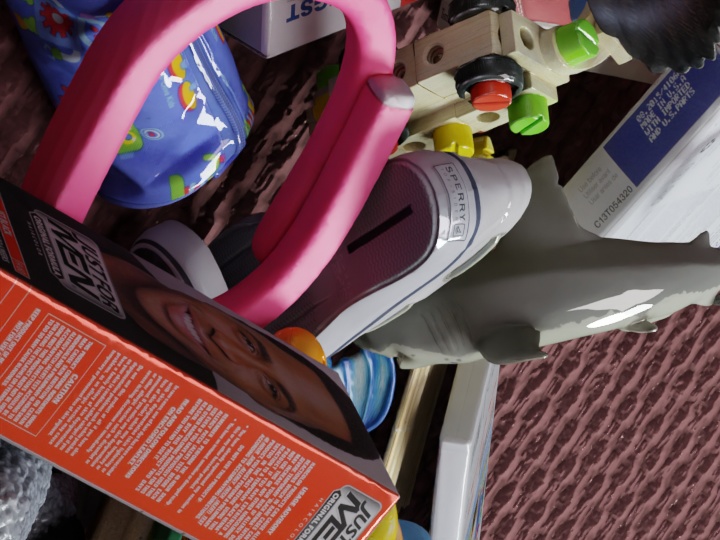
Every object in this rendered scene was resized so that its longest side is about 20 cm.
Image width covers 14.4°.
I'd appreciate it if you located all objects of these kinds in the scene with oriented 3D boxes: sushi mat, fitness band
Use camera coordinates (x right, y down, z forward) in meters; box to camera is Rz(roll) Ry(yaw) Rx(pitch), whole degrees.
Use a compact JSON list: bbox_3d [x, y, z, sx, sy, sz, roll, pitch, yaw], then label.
[{"bbox_3d":[0.039,0.035,1.426,0.096,0.012,0.201,-38,145,-76],"label":"sushi mat"},{"bbox_3d":[-0.060,-0.044,1.151,0.143,0.037,0.200,6,124,-39],"label":"fitness band"}]

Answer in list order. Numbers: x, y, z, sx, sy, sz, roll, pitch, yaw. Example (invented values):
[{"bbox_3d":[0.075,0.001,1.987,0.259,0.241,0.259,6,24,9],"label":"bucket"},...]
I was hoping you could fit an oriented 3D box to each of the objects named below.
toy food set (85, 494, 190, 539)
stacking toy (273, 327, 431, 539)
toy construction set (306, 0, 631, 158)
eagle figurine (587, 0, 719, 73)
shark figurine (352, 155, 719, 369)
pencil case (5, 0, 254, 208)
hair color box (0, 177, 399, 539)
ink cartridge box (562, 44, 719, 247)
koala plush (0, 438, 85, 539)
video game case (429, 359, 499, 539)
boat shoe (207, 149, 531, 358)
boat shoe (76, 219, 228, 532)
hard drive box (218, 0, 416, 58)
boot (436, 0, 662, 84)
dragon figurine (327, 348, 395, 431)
[{"bbox_3d":[-0.111,0.162,1.200,0.200,0.048,0.199,124,-10,-67],"label":"toy food set"},{"bbox_3d":[-0.028,0.100,1.257,0.201,0.109,0.116,86,9,-46],"label":"stacking toy"},{"bbox_3d":[0.056,-0.078,1.282,0.200,0.092,0.131,-35,145,25],"label":"toy construction set"},{"bbox_3d":[0.080,-0.186,1.143,0.200,0.151,0.152,25,86,-42],"label":"eagle figurine"},{"bbox_3d":[0.106,-0.011,1.287,0.213,0.128,0.090,-13,94,-15],"label":"shark figurine"},{"bbox_3d":[-0.100,-0.111,1.146,0.078,0.087,0.200,-51,145,-25],"label":"pencil case"},{"bbox_3d":[-0.088,0.041,1.097,0.200,0.102,0.061,32,105,-29],"label":"hair color box"},{"bbox_3d":[0.170,-0.057,1.444,0.200,0.043,0.197,-21,155,-54],"label":"ink cartridge box"},{"bbox_3d":[-0.186,0.092,1.166,0.200,0.183,0.178,-37,147,-58],"label":"koala plush"},{"bbox_3d":[0.051,0.129,1.484,0.143,0.018,0.201,-72,169,-57],"label":"video game case"},{"bbox_3d":[0.000,0.000,1.250,0.067,0.200,0.074,-7,81,-38],"label":"boat shoe"},{"bbox_3d":[-0.105,0.072,1.293,0.068,0.072,0.201,-21,137,-38],"label":"boat shoe"},{"bbox_3d":[-0.002,-0.212,1.192,0.155,0.077,0.201,-26,134,-35],"label":"hard drive box"},{"bbox_3d":[0.136,-0.169,1.389,0.199,0.072,0.145,3,112,-46],"label":"boot"},{"bbox_3d":[-0.024,0.052,1.374,0.099,0.059,0.201,-13,128,-46],"label":"dragon figurine"}]
